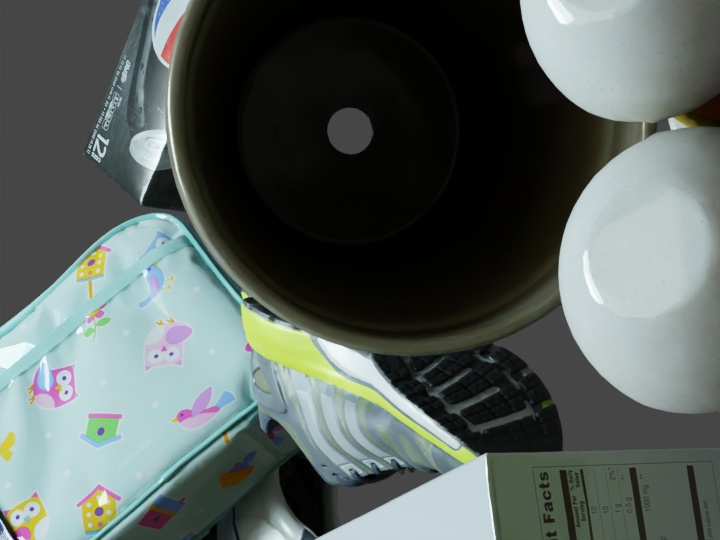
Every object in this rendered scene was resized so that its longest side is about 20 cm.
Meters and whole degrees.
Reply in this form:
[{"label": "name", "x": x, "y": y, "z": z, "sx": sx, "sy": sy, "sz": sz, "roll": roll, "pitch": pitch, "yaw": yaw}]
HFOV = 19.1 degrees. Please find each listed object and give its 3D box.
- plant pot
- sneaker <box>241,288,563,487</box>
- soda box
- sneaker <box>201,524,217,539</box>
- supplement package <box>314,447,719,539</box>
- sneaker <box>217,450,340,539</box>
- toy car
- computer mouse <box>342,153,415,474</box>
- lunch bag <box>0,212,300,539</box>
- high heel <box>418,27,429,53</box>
[{"label": "plant pot", "x": 0.009, "y": -0.067, "z": 0.929, "sx": 0.174, "sy": 0.199, "sz": 0.201, "roll": -173, "pitch": 84, "yaw": -81}, {"label": "sneaker", "x": 0.018, "y": 0.068, "z": 0.998, "sx": 0.200, "sy": 0.074, "sz": 0.081, "roll": 28, "pitch": 126, "yaw": 46}, {"label": "soda box", "x": -0.069, "y": -0.130, "z": 1.103, "sx": 0.063, "sy": 0.071, "sz": 0.200, "roll": 38, "pitch": 112, "yaw": 42}, {"label": "sneaker", "x": -0.085, "y": 0.164, "z": 1.274, "sx": 0.200, "sy": 0.084, "sz": 0.075, "roll": -100, "pitch": -8, "yaw": -75}, {"label": "supplement package", "x": 0.065, "y": 0.168, "z": 0.866, "sx": 0.200, "sy": 0.111, "sz": 0.156, "roll": 143, "pitch": 123, "yaw": -61}, {"label": "sneaker", "x": -0.044, "y": 0.095, "z": 1.194, "sx": 0.071, "sy": 0.073, "sz": 0.200, "roll": -36, "pitch": 47, "yaw": 26}, {"label": "toy car", "x": 0.148, "y": -0.040, "z": 0.658, "sx": 0.150, "sy": 0.175, "sz": 0.201, "roll": -15, "pitch": 72, "yaw": 28}, {"label": "computer mouse", "x": 0.000, "y": 0.000, "z": 1.104, "sx": 0.200, "sy": 0.053, "sz": 0.139, "roll": 44, "pitch": 128, "yaw": 43}, {"label": "lunch bag", "x": -0.135, "y": 0.075, "z": 1.141, "sx": 0.160, "sy": 0.200, "sz": 0.077, "roll": 51, "pitch": 179, "yaw": 30}, {"label": "high heel", "x": 0.029, "y": -0.203, "z": 1.000, "sx": 0.096, "sy": 0.067, "sz": 0.200, "roll": 54, "pitch": 142, "yaw": 38}]
